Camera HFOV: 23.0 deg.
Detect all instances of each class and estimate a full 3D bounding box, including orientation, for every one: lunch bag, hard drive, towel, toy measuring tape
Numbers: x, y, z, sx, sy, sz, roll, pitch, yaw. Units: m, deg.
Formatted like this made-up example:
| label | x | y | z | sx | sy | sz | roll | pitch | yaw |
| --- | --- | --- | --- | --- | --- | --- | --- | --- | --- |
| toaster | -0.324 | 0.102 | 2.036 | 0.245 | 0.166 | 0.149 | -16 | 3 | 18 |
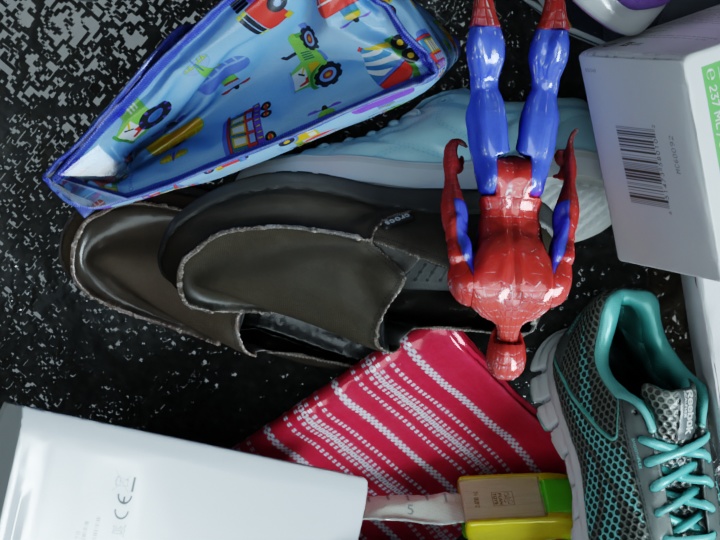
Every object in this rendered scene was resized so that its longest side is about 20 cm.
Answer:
| label | x | y | z | sx | sy | sz | roll | pitch | yaw |
| --- | --- | --- | --- | --- | --- | --- | --- | --- | --- |
| lunch bag | -0.059 | -0.084 | 0.865 | 0.199 | 0.151 | 0.094 | -33 | 94 | 12 |
| hard drive | -0.090 | 0.145 | 0.820 | 0.199 | 0.026 | 0.133 | 17 | 82 | -39 |
| towel | 0.004 | 0.116 | 0.941 | 0.199 | 0.023 | 0.145 | -35 | 127 | 12 |
| toy measuring tape | 0.062 | 0.145 | 0.927 | 0.198 | 0.074 | 0.074 | -2 | 103 | -2 |

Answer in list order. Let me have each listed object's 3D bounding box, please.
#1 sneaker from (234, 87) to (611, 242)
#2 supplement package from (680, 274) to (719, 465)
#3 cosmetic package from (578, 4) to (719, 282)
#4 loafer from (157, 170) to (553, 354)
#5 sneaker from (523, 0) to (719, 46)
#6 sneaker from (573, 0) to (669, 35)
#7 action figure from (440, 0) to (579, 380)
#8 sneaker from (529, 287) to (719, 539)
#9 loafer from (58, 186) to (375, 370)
| label | x | y | z | sx | sy | sz | roll | pitch | yaw |
| --- | --- | --- | --- | --- | --- | --- | --- | --- | --- |
| sneaker | 0.032 | -0.052 | 0.910 | 0.198 | 0.082 | 0.074 | -1 | 139 | -1 |
| supplement package | 0.266 | 0.022 | 0.880 | 0.198 | 0.120 | 0.122 | -9 | 103 | 6 |
| cosmetic package | 0.211 | -0.079 | 0.833 | 0.199 | 0.085 | 0.108 | -22 | 107 | -23 |
| loafer | 0.000 | 0.000 | 0.851 | 0.198 | 0.072 | 0.073 | -2 | 139 | 2 |
| sneaker | 0.098 | -0.170 | 0.865 | 0.199 | 0.079 | 0.079 | 28 | 85 | -3 |
| sneaker | 0.150 | -0.205 | 0.810 | 0.080 | 0.201 | 0.088 | 29 | 148 | -28 |
| action figure | 0.071 | -0.050 | 0.818 | 0.065 | 0.052 | 0.202 | 3 | 84 | -4 |
| sneaker | 0.141 | 0.095 | 0.862 | 0.077 | 0.201 | 0.091 | -8 | 147 | -22 |
| loafer | -0.064 | 0.005 | 0.928 | 0.198 | 0.071 | 0.074 | 12 | 103 | 2 |
